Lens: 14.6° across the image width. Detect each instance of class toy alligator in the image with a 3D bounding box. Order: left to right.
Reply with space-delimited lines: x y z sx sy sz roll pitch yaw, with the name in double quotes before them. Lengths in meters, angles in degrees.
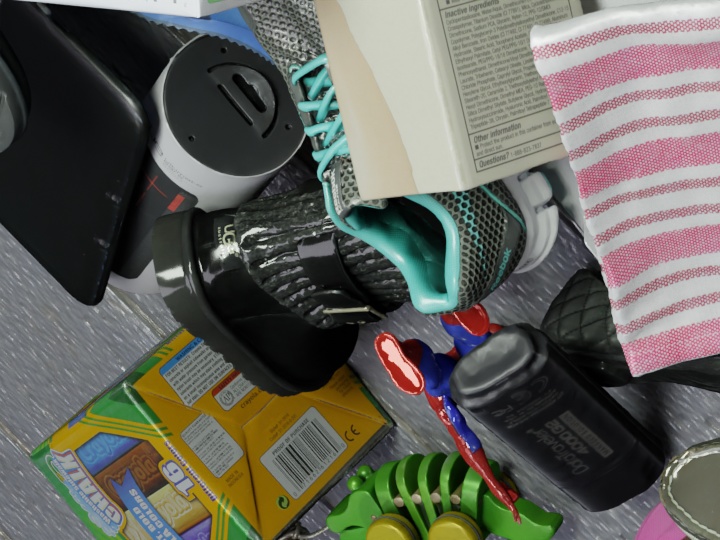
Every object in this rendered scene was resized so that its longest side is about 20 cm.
"toy alligator" 0.020 0.129 1.569 0.199 0.059 0.055 -5 113 34

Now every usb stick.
"usb stick" 0.098 0.074 1.373 0.200 0.055 0.033 40 -159 -59

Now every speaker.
"speaker" -0.092 -0.055 1.497 0.081 0.081 0.200 48 154 0

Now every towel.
"towel" 0.163 -0.037 1.197 0.145 0.030 0.201 -9 133 13

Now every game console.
"game console" -0.161 -0.112 1.504 0.116 0.177 0.200 16 147 -5

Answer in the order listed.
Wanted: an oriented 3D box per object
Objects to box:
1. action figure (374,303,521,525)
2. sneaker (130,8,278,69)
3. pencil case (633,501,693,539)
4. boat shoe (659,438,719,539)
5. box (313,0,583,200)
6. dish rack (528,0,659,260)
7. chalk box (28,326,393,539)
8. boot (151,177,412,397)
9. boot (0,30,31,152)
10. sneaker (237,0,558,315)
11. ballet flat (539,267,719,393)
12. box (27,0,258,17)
"action figure" 0.067 0.067 1.412 0.099 0.065 0.200 50 -177 11
"sneaker" -0.054 -0.152 1.399 0.199 0.066 0.079 23 118 39
"pencil case" 0.228 0.182 1.381 0.199 0.090 0.094 24 103 36
"boat shoe" 0.223 0.113 1.305 0.201 0.073 0.060 11 175 36
"box" 0.032 -0.139 1.220 0.078 0.095 0.201 -4 101 54
"dish rack" 0.123 -0.080 1.274 0.172 0.044 0.200 51 146 -2
"chalk box" -0.099 0.105 1.648 0.124 0.125 0.200 50 146 -4
"boot" 0.000 0.002 1.465 0.157 0.211 0.080 -16 74 15
"boot" -0.171 -0.169 1.383 0.165 0.200 0.066 47 137 -1
"sneaker" 0.007 -0.063 1.288 0.200 0.091 0.077 48 134 -6
"ballet flat" 0.165 0.028 1.329 0.199 0.057 0.066 4 162 41
"box" -0.115 -0.217 1.173 0.175 0.097 0.202 10 108 29
